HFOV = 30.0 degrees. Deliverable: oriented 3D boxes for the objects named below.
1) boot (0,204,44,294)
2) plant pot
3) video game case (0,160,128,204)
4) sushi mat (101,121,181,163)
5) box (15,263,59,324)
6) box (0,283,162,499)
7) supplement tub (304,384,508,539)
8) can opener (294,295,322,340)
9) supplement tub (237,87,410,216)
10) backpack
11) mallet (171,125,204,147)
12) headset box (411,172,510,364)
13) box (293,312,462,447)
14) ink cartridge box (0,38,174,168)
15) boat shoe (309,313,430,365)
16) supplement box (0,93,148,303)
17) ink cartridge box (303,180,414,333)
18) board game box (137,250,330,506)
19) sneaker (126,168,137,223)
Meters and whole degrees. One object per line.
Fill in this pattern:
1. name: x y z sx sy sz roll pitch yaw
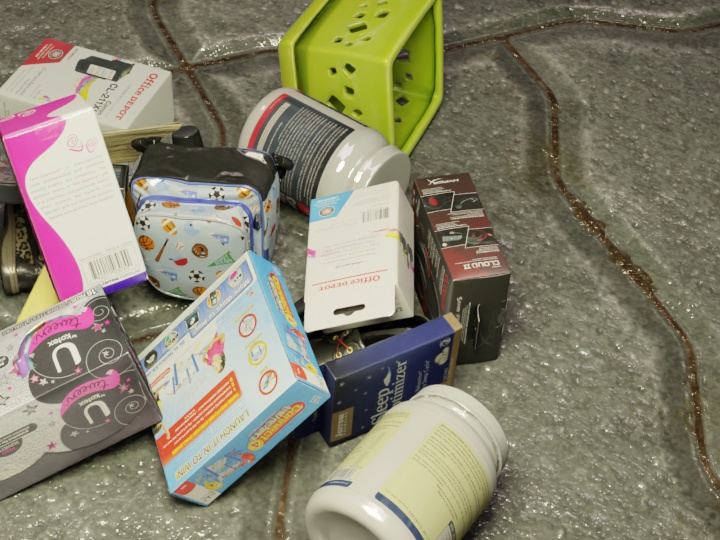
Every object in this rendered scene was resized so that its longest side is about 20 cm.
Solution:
1. boot: -0.370 -0.056 1.692 0.149 0.074 0.201 -1 49 -4
2. plant pot: -0.001 -0.277 1.864 0.180 0.201 0.200 13 45 19
3. video game case: -0.379 -0.106 1.607 0.198 0.026 0.181 1 12 -9
4. sushi mat: -0.302 -0.146 1.609 0.012 0.095 0.200 60 28 5
5. box: -0.346 0.022 1.570 0.050 0.075 0.201 19 64 5
6. box: -0.332 0.130 1.435 0.199 0.133 0.115 -26 50 -9
7. supplement tub: 0.052 0.227 1.391 0.144 0.146 0.200 28 49 22
8. can opener: -0.026 0.029 1.646 0.199 0.079 0.063 -30 62 -19
9. supplement tub: -0.049 -0.140 1.755 0.199 0.141 0.140 30 50 24
10. backpack: -0.183 -0.048 1.618 0.198 0.191 0.155 9 50 12
11. mallet: -0.182 -0.146 1.753 0.041 0.066 0.199 -30 28 -31
12. headset box: 0.118 0.005 1.618 0.074 0.149 0.201 -8 46 -11
13. box: 0.019 0.128 1.505 0.199 0.122 0.032 -19 50 -22
14. ink cartridge box: -0.375 -0.229 1.858 0.198 0.083 0.146 16 45 12
15. boat shoe: -0.010 0.093 1.582 0.200 0.063 0.074 -9 48 -12
16. supplement box: -0.315 -0.078 1.466 0.100 0.202 0.103 -20 23 -14
17. ink cartridge box: 0.000 0.000 1.573 0.114 0.068 0.201 -12 49 17
18. board game box: -0.145 0.116 1.463 0.056 0.200 0.197 30 26 -43
19. sneaker: -0.284 -0.101 1.760 0.198 0.076 0.088 14 25 10
